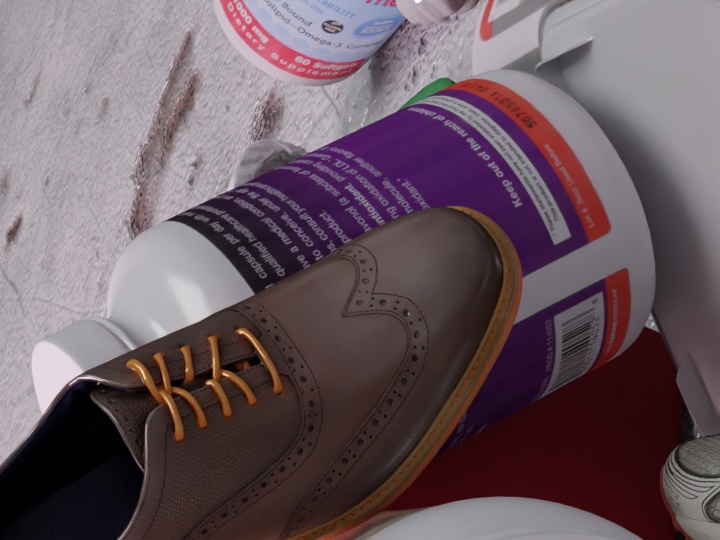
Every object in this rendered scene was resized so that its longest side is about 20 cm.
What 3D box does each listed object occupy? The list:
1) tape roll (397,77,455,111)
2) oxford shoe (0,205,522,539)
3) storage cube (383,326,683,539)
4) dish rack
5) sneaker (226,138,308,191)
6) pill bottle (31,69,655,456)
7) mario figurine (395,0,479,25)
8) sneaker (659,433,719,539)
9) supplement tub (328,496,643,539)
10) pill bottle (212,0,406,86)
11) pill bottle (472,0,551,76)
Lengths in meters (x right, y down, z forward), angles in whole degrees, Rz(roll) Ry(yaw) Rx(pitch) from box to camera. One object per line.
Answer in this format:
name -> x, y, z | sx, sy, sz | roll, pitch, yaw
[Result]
tape roll -> 0.000, 0.000, 1.078 | 0.201, 0.048, 0.200 | -52, 10, 13
oxford shoe -> -0.037, 0.045, 0.631 | 0.200, 0.073, 0.071 | -40, 63, -6
storage cube -> 0.009, 0.107, 0.888 | 0.171, 0.199, 0.180 | -44, 30, 51
dish rack -> 0.132, -0.024, 0.740 | 0.171, 0.043, 0.201 | -20, 95, 61
sneaker -> -0.052, 0.015, 1.249 | 0.099, 0.078, 0.201 | 125, 153, -43
pill bottle -> -0.006, 0.016, 0.751 | 0.112, 0.200, 0.113 | 45, 150, 36
mario figurine -> 0.059, -0.146, 1.037 | 0.200, 0.123, 0.106 | 54, 166, 38
sneaker -> 0.171, 0.033, 0.638 | 0.200, 0.082, 0.078 | -23, 7, 36
supplement tub -> 0.030, 0.141, 0.659 | 0.200, 0.145, 0.146 | 149, 135, -75
pill bottle -> 0.004, -0.194, 1.220 | 0.200, 0.108, 0.109 | -43, 37, 51
pill bottle -> 0.136, -0.099, 0.837 | 0.200, 0.114, 0.114 | -25, 51, 61
